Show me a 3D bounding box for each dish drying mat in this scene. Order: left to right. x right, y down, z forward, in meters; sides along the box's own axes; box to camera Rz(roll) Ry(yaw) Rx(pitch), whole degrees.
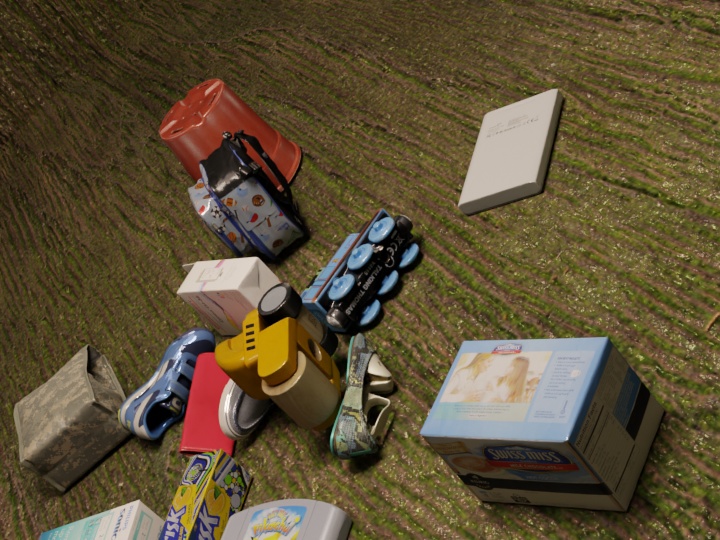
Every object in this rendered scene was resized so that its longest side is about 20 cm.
[{"bbox_3d":[-0.215,0.197,1.762,0.076,0.018,0.201,7,40,-4],"label":"dish drying mat"}]

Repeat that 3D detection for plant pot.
[{"bbox_3d":[-0.245,-0.225,2.161,0.200,0.195,0.201,-29,34,22],"label":"plant pot"}]

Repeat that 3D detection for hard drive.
[{"bbox_3d":[0.221,-0.175,1.754,0.131,0.026,0.201,-16,40,36],"label":"hard drive"}]

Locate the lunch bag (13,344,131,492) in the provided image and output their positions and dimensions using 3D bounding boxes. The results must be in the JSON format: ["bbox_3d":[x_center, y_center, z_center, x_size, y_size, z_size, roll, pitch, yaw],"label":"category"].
[{"bbox_3d":[-0.471,0.230,1.948,0.164,0.118,0.200,-40,36,5],"label":"lunch bag"}]

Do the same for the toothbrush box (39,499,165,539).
[{"bbox_3d":[-0.363,0.417,1.628,0.199,0.085,0.147,-21,37,29],"label":"toothbrush box"}]

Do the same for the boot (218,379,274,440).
[{"bbox_3d":[-0.126,0.149,1.699,0.090,0.073,0.201,-16,39,45],"label":"boot"}]

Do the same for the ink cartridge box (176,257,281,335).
[{"bbox_3d":[-0.203,0.044,1.876,0.199,0.117,0.068,-4,48,47],"label":"ink cartridge box"}]

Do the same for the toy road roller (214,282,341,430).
[{"bbox_3d":[-0.114,0.131,1.594,0.146,0.123,0.201,-30,35,16],"label":"toy road roller"}]

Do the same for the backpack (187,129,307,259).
[{"bbox_3d":[-0.183,-0.106,1.969,0.154,0.190,0.200,-43,26,9],"label":"backpack"}]

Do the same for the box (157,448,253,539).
[{"bbox_3d":[-0.213,0.339,1.569,0.064,0.070,0.201,-20,37,36],"label":"box"}]

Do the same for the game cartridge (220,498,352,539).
[{"bbox_3d":[-0.106,0.347,1.474,0.199,0.041,0.134,-15,37,37],"label":"game cartridge"}]

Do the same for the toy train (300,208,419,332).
[{"bbox_3d":[0.000,0.000,1.736,0.114,0.087,0.200,1,51,56],"label":"toy train"}]

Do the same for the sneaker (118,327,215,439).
[{"bbox_3d":[-0.285,0.180,1.849,0.200,0.074,0.082,-53,37,-7],"label":"sneaker"}]

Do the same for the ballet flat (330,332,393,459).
[{"bbox_3d":[0.010,0.163,1.554,0.074,0.074,0.201,-22,38,30],"label":"ballet flat"}]

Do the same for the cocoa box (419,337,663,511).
[{"bbox_3d":[0.191,0.161,1.274,0.199,0.131,0.134,-5,47,45],"label":"cocoa box"}]
